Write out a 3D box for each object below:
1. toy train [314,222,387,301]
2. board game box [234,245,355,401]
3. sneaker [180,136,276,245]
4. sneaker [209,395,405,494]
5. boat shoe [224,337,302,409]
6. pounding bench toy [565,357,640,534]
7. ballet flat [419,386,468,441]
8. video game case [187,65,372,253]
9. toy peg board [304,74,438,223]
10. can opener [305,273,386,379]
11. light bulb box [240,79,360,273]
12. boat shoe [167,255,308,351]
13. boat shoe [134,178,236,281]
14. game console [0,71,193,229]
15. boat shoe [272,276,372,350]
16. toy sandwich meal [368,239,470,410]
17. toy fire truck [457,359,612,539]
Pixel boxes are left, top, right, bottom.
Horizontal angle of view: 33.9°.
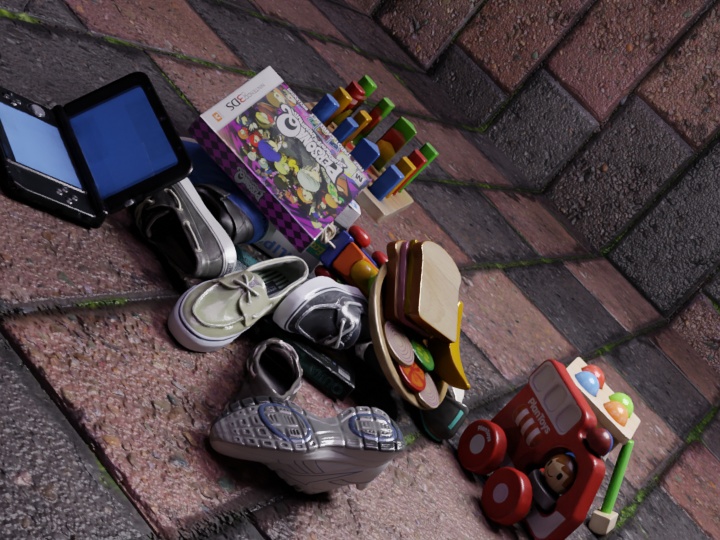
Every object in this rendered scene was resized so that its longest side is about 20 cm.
[{"bbox_3d":[0.000,0.000,1.501,0.115,0.085,0.200,39,-5,39],"label":"toy train"},{"bbox_3d":[-0.089,0.058,1.393,0.199,0.028,0.136,38,18,-13],"label":"board game box"},{"bbox_3d":[-0.202,-0.094,1.420,0.199,0.077,0.111,38,28,20],"label":"sneaker"},{"bbox_3d":[-0.054,0.178,1.134,0.197,0.088,0.075,12,32,-25],"label":"sneaker"},{"bbox_3d":[-0.088,0.110,1.233,0.067,0.057,0.200,40,18,-5],"label":"boat shoe"},{"bbox_3d":[0.322,0.243,1.639,0.200,0.156,0.124,46,18,10],"label":"pounding bench toy"},{"bbox_3d":[0.099,0.139,1.544,0.068,0.068,0.201,35,19,-34],"label":"ballet flat"},{"bbox_3d":[-0.094,-0.140,1.451,0.200,0.036,0.181,47,38,-4],"label":"video game case"},{"bbox_3d":[0.010,-0.182,1.639,0.200,0.098,0.199,47,15,3],"label":"toy peg board"},{"bbox_3d":[-0.009,0.073,1.494,0.199,0.067,0.053,35,12,3],"label":"can opener"},{"bbox_3d":[-0.115,-0.126,1.602,0.197,0.125,0.201,36,18,-21],"label":"light bulb box"},{"bbox_3d":[-0.129,0.026,1.269,0.072,0.062,0.199,50,34,6],"label":"boat shoe"},{"bbox_3d":[-0.216,-0.063,1.326,0.063,0.071,0.200,-5,41,-48],"label":"boat shoe"},{"bbox_3d":[-0.304,-0.156,1.281,0.175,0.117,0.201,24,25,-45],"label":"game console"},{"bbox_3d":[-0.031,0.058,1.366,0.068,0.072,0.199,47,12,20],"label":"boat shoe"},{"bbox_3d":[0.079,0.065,1.433,0.205,0.069,0.208,39,42,-47],"label":"toy sandwich meal"},{"bbox_3d":[0.225,0.226,1.452,0.111,0.168,0.201,28,23,-36],"label":"toy fire truck"}]
